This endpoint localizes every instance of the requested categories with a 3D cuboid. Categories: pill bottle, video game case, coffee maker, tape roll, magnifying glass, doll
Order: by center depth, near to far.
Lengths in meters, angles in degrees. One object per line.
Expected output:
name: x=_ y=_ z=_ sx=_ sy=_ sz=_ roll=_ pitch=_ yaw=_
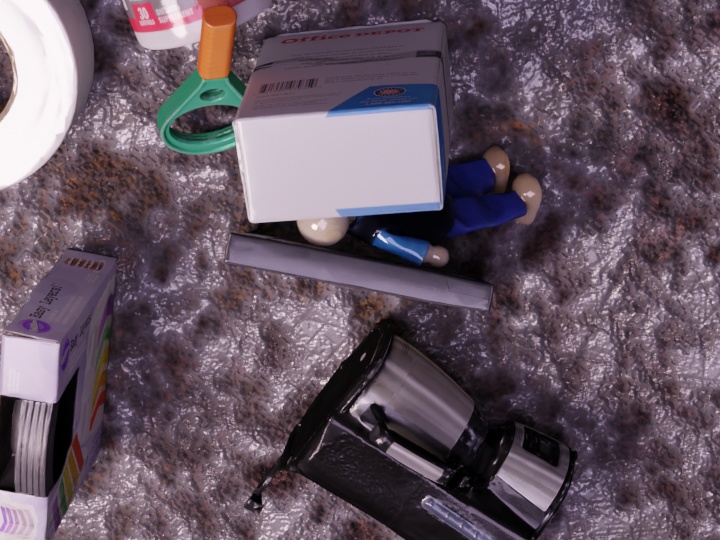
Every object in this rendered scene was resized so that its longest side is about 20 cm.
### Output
pill bottle: x=-0.147 y=-0.275 z=1.612 sx=0.110 sy=0.111 sz=0.201 roll=-16 pitch=109 yaw=11
magnifying glass: x=-0.112 y=-0.140 z=1.639 sx=0.079 sy=0.022 sz=0.200 roll=-7 pitch=155 yaw=-10
doll: x=0.035 y=-0.050 z=1.650 sx=0.200 sy=0.136 sz=0.049 roll=-13 pitch=132 yaw=-34
video game case: x=0.000 y=0.000 z=1.671 sx=0.199 sy=0.181 sz=0.026 roll=11 pitch=91 yaw=1
tape roll: x=-0.311 y=-0.164 z=1.691 sx=0.202 sy=0.071 sz=0.203 roll=2 pitch=112 yaw=5
coffee maker: x=0.047 y=0.166 z=1.771 sx=0.200 sy=0.135 sz=0.192 roll=36 pitch=133 yaw=-8

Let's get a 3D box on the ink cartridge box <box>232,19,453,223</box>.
ink cartridge box: x=-0.007 y=-0.113 z=1.615 sx=0.145 sy=0.200 sz=0.084 roll=-5 pitch=113 yaw=7

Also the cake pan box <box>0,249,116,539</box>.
cake pan box: x=-0.244 y=0.101 z=1.720 sx=0.052 sy=0.200 sz=0.185 roll=7 pitch=109 yaw=5
